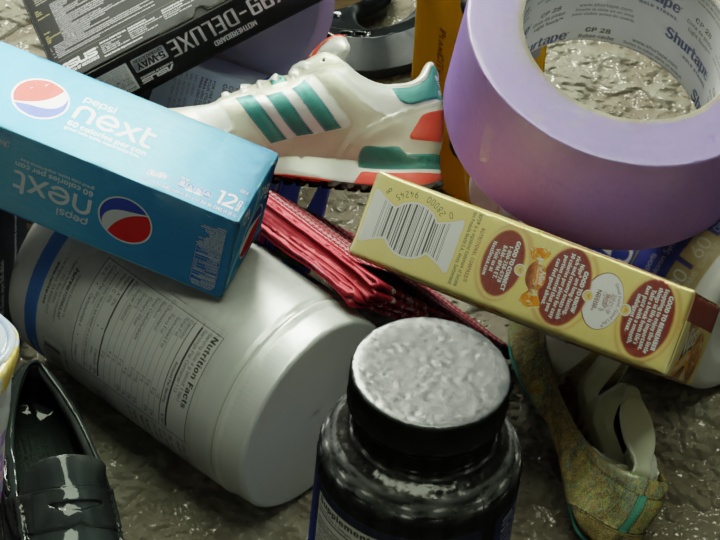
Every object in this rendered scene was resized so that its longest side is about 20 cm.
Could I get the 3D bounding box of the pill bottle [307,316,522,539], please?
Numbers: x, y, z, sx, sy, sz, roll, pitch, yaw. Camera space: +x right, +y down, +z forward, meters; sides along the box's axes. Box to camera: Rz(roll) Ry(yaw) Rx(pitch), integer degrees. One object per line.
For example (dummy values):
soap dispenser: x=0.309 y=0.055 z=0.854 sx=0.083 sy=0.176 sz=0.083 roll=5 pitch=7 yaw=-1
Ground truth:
pill bottle: x=0.028 y=0.128 z=1.500 sx=0.111 sy=0.201 sz=0.112 roll=4 pitch=40 yaw=-3

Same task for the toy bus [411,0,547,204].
toy bus: x=0.077 y=-0.138 z=1.814 sx=0.078 sy=0.201 sz=0.065 roll=-22 pitch=44 yaw=-29

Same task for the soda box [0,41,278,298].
soda box: x=-0.152 y=-0.062 z=1.582 sx=0.199 sy=0.064 sz=0.068 roll=22 pitch=44 yaw=6

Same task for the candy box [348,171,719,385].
candy box: x=0.103 y=0.006 z=1.617 sx=0.199 sy=0.056 sz=0.115 roll=22 pitch=1 yaw=15

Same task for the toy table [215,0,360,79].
toy table: x=-0.079 y=-0.165 z=1.849 sx=0.199 sy=0.185 sz=0.117 roll=-7 pitch=4 yaw=33

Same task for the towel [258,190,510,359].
towel: x=0.000 y=0.000 z=1.692 sx=0.144 sy=0.023 sz=0.200 roll=38 pitch=6 yaw=30

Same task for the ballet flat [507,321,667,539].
ballet flat: x=0.141 y=0.080 z=1.672 sx=0.070 sy=0.071 sz=0.201 roll=-3 pitch=42 yaw=-11

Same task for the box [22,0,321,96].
box: x=-0.121 y=-0.205 z=1.745 sx=0.199 sy=0.050 sz=0.158 roll=-28 pitch=59 yaw=1

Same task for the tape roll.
tape roll: x=0.154 y=-0.116 z=1.682 sx=0.198 sy=0.085 sz=0.201 roll=5 pitch=54 yaw=-7

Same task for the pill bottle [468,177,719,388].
pill bottle: x=0.170 y=-0.025 z=1.761 sx=0.200 sy=0.120 sz=0.119 roll=35 pitch=47 yaw=29

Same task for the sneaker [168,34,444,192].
sneaker: x=-0.043 y=-0.100 z=1.710 sx=0.198 sy=0.094 sz=0.070 roll=6 pitch=0 yaw=-3

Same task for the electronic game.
electronic game: x=-0.013 y=-0.212 z=2.012 sx=0.198 sy=0.042 sz=0.201 roll=4 pitch=49 yaw=-5

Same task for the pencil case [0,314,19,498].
pencil case: x=-0.228 y=0.110 z=1.486 sx=0.090 sy=0.201 sz=0.083 roll=32 pitch=39 yaw=29

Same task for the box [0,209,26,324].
box: x=-0.291 y=0.017 z=1.623 sx=0.104 sy=0.149 sz=0.200 roll=25 pitch=43 yaw=20

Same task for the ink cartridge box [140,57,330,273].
ink cartridge box: x=-0.114 y=-0.079 z=1.782 sx=0.199 sy=0.120 sz=0.042 roll=19 pitch=17 yaw=12

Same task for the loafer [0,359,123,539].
loafer: x=-0.171 y=0.134 z=1.560 sx=0.068 sy=0.071 sz=0.201 roll=-1 pitch=41 yaw=-23

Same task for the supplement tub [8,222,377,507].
supplement tub: x=-0.099 y=0.035 z=1.644 sx=0.199 sy=0.133 sz=0.132 roll=32 pitch=46 yaw=27
